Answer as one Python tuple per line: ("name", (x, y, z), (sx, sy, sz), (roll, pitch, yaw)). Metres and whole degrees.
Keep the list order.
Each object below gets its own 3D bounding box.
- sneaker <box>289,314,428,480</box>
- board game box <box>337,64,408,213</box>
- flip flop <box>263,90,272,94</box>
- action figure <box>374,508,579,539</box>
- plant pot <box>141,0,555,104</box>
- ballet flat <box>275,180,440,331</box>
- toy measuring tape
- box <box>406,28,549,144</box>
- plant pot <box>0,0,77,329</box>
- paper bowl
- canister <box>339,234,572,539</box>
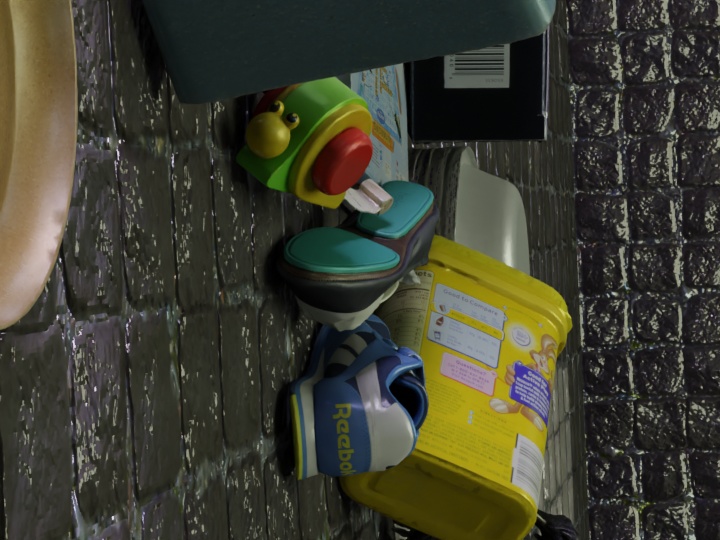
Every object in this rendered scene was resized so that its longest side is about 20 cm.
("sneaker", (0.007, 0.080, 1.310), (0.200, 0.081, 0.075), (-68, 152, -69))
("board game box", (-0.005, -0.151, 1.400), (0.200, 0.041, 0.202), (41, 47, -74))
("flip flop", (-0.025, -0.160, 1.233), (0.200, 0.057, 0.081), (-37, 158, -57))
("action figure", (0.067, 0.166, 1.553), (0.200, 0.102, 0.119), (42, 65, -19))
("plant pot", (-0.024, -0.232, 0.975), (0.197, 0.194, 0.201), (-82, 154, -42))
("ballet flat", (0.000, 0.000, 1.301), (0.200, 0.072, 0.074), (-38, 126, -63))
("toy measuring tape", (-0.012, -0.075, 1.212), (0.200, 0.073, 0.074), (12, 75, -66))
("box", (0.082, -0.182, 1.568), (0.200, 0.103, 0.150), (-100, -171, -78))
("plant pot", (-0.143, -0.079, 0.715), (0.200, 0.027, 0.202), (-3, 90, -80))
("paper bowl", (0.080, 0.001, 1.647), (0.201, 0.103, 0.203), (-3, 90, -81))
("canister", (0.067, 0.087, 1.457), (0.087, 0.148, 0.201), (-56, -166, 43))
